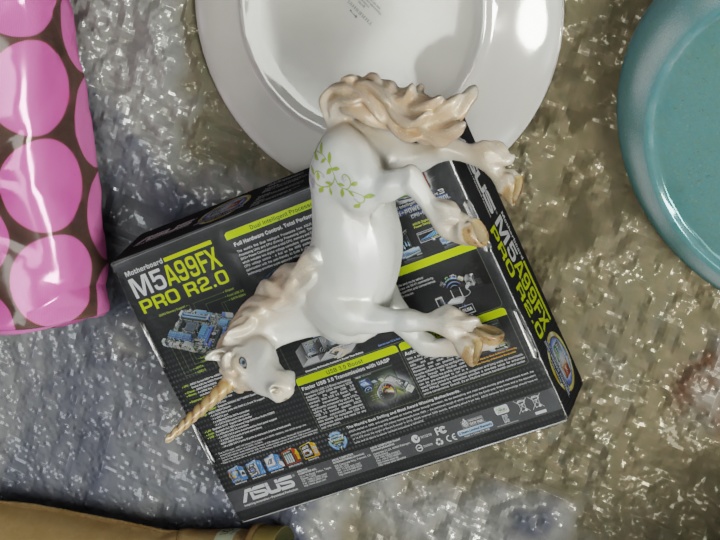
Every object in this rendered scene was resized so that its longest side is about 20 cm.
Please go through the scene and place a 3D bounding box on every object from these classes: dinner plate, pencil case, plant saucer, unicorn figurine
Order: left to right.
[{"bbox_3d":[-0.191,-0.065,1.016,0.093,0.091,0.202,4,103,33],"label":"pencil case"},{"bbox_3d":[0.000,0.000,0.910,0.136,0.074,0.202,16,101,21],"label":"unicorn figurine"},{"bbox_3d":[0.004,-0.132,0.959,0.199,0.024,0.202,5,105,18],"label":"dinner plate"},{"bbox_3d":[0.209,-0.058,0.873,0.199,0.027,0.202,13,122,21],"label":"plant saucer"}]

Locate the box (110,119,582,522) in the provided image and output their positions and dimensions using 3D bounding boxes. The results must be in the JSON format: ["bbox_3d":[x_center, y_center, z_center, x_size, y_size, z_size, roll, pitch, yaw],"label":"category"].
[{"bbox_3d":[-0.007,0.028,0.981,0.199,0.044,0.161,-20,104,24],"label":"box"}]

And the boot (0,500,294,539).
[{"bbox_3d":[-0.130,0.218,1.080,0.198,0.066,0.177,-1,91,20],"label":"boot"}]
